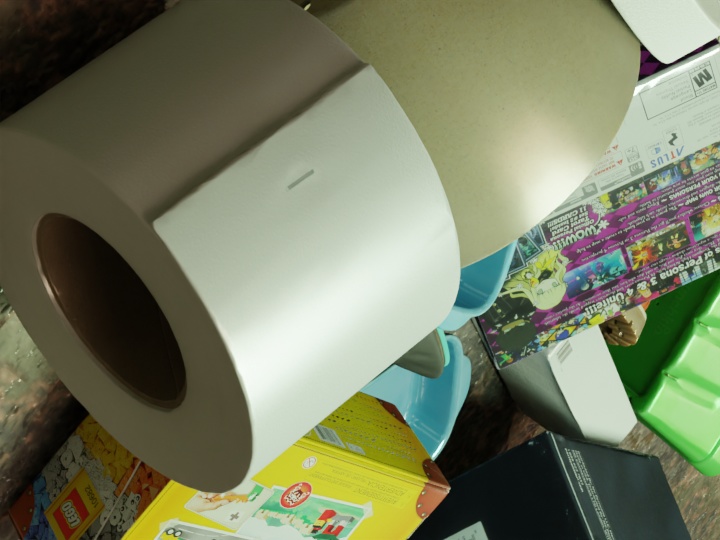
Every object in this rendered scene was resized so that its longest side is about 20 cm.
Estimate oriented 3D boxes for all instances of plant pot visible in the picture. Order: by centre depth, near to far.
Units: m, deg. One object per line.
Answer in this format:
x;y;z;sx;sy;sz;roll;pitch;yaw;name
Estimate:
0.022;-0.114;1.192;0.201;0.200;0.135;-49;127;-9;plant pot

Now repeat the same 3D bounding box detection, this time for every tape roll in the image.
-0.070;-0.016;1.118;0.139;0.202;0.203;-37;148;-28;tape roll
0.126;-0.202;1.226;0.037;0.204;0.203;-29;156;15;tape roll

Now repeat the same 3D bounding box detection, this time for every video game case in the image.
0.146;-0.044;1.468;0.199;0.036;0.182;-25;134;1;video game case

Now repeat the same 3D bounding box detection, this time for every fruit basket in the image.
0.278;0.040;1.787;0.214;0.155;0.217;-19;127;-27;fruit basket

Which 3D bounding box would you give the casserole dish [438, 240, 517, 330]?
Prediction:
0.060;-0.067;1.344;0.121;0.039;0.201;18;88;-61;casserole dish

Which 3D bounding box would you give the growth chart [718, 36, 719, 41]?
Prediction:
0.228;-0.123;1.605;0.201;0.018;0.145;77;33;-48;growth chart

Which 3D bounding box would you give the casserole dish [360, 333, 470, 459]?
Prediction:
-0.009;0.106;1.498;0.200;0.039;0.122;-34;143;-36;casserole dish

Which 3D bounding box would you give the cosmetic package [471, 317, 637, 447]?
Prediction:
0.133;0.061;1.638;0.051;0.082;0.200;-50;152;-11;cosmetic package

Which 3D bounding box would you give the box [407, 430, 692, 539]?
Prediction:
0.111;0.213;1.642;0.199;0.124;0.198;-29;160;22;box

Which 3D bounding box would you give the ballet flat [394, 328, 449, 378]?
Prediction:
0.000;0.000;1.390;0.068;0.068;0.201;-32;134;-17;ballet flat

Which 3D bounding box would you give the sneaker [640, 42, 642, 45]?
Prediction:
0.143;-0.162;1.439;0.080;0.070;0.201;2;122;-34;sneaker

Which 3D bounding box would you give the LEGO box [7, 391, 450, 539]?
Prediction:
-0.070;0.130;1.329;0.149;0.077;0.199;-49;139;16;LEGO box

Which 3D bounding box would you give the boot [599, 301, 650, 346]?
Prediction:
0.157;-0.041;1.592;0.108;0.075;0.200;-65;151;-18;boot
